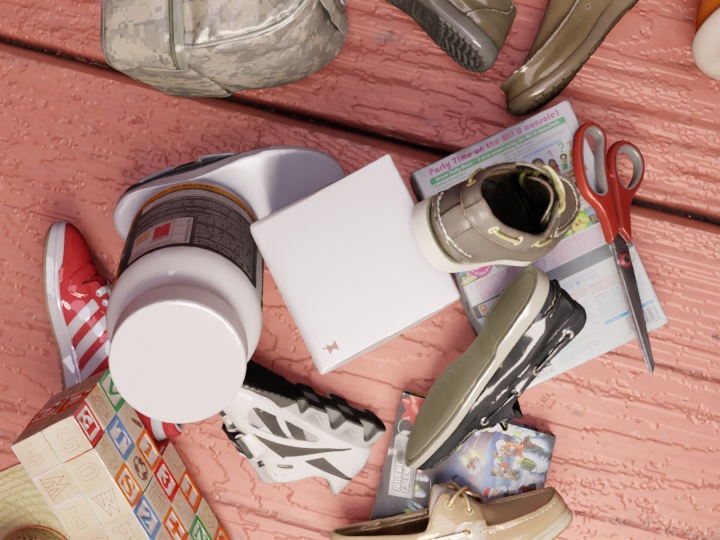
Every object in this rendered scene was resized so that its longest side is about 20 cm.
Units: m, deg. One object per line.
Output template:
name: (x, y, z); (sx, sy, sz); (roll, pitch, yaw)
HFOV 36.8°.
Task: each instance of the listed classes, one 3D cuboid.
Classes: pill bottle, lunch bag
pill bottle: (-0.129, 0.019, 0.812); (0.114, 0.201, 0.118); (-1, 115, -3)
lunch bag: (-0.100, -0.216, 0.867); (0.164, 0.200, 0.142); (3, 90, 6)

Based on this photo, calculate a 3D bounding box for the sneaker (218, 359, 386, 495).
sneaker: (-0.081, 0.130, 0.889); (0.198, 0.074, 0.089); (26, 99, -17)

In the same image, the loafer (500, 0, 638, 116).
loafer: (0.180, -0.215, 0.917); (0.067, 0.076, 0.200); (42, 80, 4)

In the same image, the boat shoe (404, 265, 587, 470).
boat shoe: (0.106, 0.090, 0.848); (0.065, 0.075, 0.201); (26, 111, -15)

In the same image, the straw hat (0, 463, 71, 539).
straw hat: (-0.275, 0.266, 0.904); (0.197, 0.085, 0.205); (0, 87, 2)

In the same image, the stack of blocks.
stack of blocks: (-0.181, 0.184, 0.859); (0.058, 0.115, 0.202); (-25, 104, 12)

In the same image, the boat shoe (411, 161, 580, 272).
boat shoe: (0.116, -0.044, 0.789); (0.060, 0.200, 0.073); (-29, 81, 37)

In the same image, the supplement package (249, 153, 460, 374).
supplement package: (0.000, 0.000, 0.847); (0.116, 0.200, 0.118); (-27, 87, 1)

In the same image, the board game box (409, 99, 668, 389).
board game box: (0.146, -0.018, 0.910); (0.145, 0.064, 0.203); (-23, 88, 0)

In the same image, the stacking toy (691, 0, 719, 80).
stacking toy: (0.328, -0.273, 0.901); (0.143, 0.146, 0.204); (-9, 69, 2)

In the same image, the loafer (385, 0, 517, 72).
loafer: (0.055, -0.259, 0.929); (0.200, 0.075, 0.070); (45, 78, -1)

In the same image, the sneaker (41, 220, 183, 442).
sneaker: (-0.201, 0.052, 0.918); (0.110, 0.071, 0.204); (-9, 94, 6)

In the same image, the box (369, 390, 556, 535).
box: (0.075, 0.217, 0.913); (0.134, 0.040, 0.204); (14, 88, 4)

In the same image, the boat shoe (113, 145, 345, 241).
boat shoe: (-0.110, -0.068, 0.922); (0.196, 0.068, 0.073); (-14, 115, 3)

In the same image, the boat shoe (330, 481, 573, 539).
boat shoe: (0.068, 0.204, 0.857); (0.197, 0.074, 0.070); (-20, 92, 2)

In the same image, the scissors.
scissors: (0.200, -0.020, 0.860); (0.072, 0.014, 0.204); (11, 71, -28)
